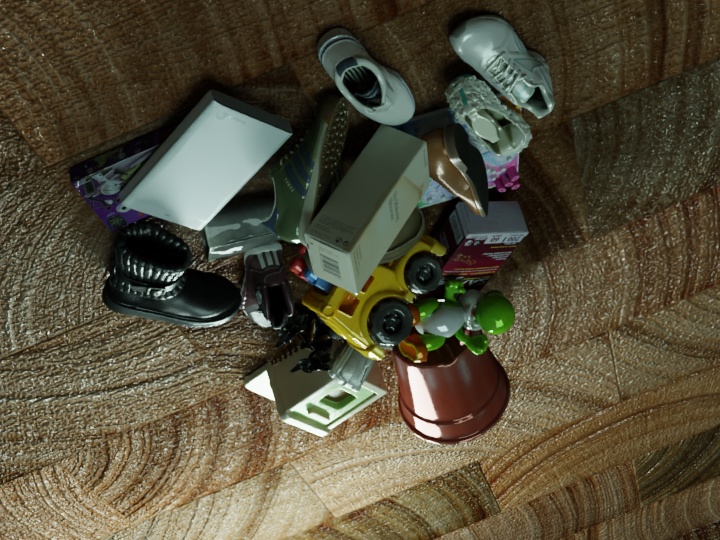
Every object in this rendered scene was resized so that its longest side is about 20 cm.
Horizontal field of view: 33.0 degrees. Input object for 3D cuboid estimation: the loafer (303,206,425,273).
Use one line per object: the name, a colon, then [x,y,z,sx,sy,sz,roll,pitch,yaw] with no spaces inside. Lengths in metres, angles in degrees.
loafer: [0.016,-0.047,1.698,0.199,0.076,0.067,-27,168,-29]

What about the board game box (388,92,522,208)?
board game box: [0.137,-0.159,1.733,0.198,0.026,0.201,-17,146,-6]

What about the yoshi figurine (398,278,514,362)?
yoshi figurine: [0.158,0.074,1.880,0.199,0.112,0.113,-16,146,-29]

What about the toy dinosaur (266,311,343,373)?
toy dinosaur: [-0.066,0.102,1.925,0.201,0.102,0.136,-58,175,27]

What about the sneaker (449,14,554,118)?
sneaker: [0.192,-0.263,1.569,0.070,0.081,0.199,-38,141,28]

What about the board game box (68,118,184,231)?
board game box: [-0.260,-0.128,1.571,0.199,0.032,0.120,-23,150,4]

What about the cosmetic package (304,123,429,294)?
cosmetic package: [0.012,-0.081,1.602,0.201,0.073,0.104,-56,157,-24]

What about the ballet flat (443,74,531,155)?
ballet flat: [0.175,-0.190,1.629,0.072,0.072,0.200,-34,145,20]

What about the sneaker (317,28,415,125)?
sneaker: [0.011,-0.225,1.535,0.073,0.071,0.200,-33,146,19]

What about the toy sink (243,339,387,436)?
toy sink: [-0.077,0.198,2.044,0.199,0.113,0.130,-34,144,19]

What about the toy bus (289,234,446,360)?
toy bus: [0.000,0.000,1.790,0.191,0.136,0.201,35,85,-21]

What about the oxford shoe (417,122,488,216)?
oxford shoe: [0.132,-0.138,1.693,0.071,0.072,0.200,-8,148,23]

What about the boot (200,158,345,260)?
boot: [-0.122,-0.088,1.673,0.198,0.073,0.183,-4,142,-11]

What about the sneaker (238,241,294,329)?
sneaker: [-0.137,0.054,1.807,0.075,0.116,0.201,-13,145,-10]

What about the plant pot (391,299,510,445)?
plant pot: [0.140,0.155,2.042,0.199,0.202,0.196,-20,138,0]

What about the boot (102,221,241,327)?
boot: [-0.250,0.007,1.692,0.209,0.080,0.158,3,147,-24]

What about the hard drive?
hard drive: [-0.197,-0.136,1.546,0.131,0.026,0.200,18,130,-43]

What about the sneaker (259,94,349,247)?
sneaker: [-0.080,-0.135,1.580,0.067,0.089,0.202,-6,110,-68]

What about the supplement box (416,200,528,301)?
supplement box: [0.164,-0.028,1.878,0.108,0.061,0.200,-3,151,-24]

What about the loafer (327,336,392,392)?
loafer: [0.025,0.099,1.929,0.070,0.070,0.201,37,83,-13]
